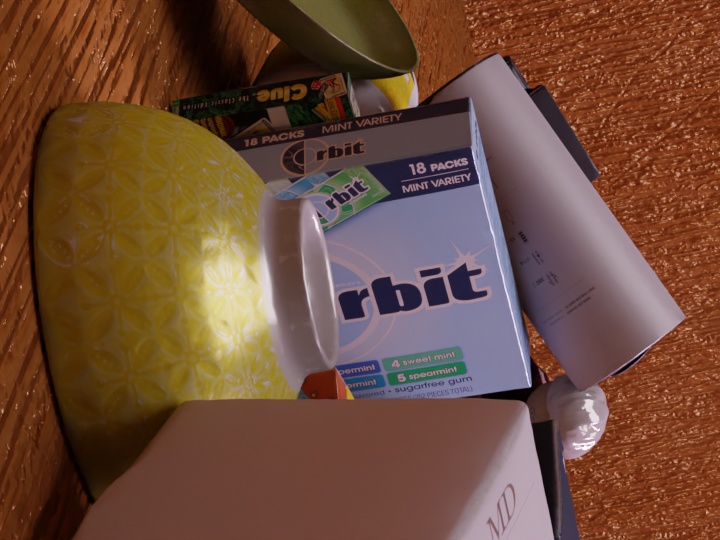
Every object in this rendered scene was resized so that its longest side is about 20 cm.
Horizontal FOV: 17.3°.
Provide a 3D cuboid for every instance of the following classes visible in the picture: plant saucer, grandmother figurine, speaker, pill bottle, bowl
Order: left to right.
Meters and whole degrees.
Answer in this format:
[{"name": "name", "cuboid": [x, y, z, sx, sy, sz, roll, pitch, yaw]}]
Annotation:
[{"name": "bowl", "cuboid": [-0.070, 0.015, 1.091, 0.200, 0.107, 0.202, -9, 90, -82]}, {"name": "plant saucer", "cuboid": [-0.046, -0.183, 1.442, 0.200, 0.031, 0.200, 40, 18, -16]}, {"name": "pill bottle", "cuboid": [-0.023, -0.086, 1.504, 0.200, 0.110, 0.112, -75, 155, -71]}, {"name": "grandmother figurine", "cuboid": [0.092, 0.086, 1.529, 0.200, 0.060, 0.122, 7, -54, 60]}, {"name": "speaker", "cuboid": [0.109, -0.027, 1.431, 0.201, 0.081, 0.081, 54, 8, 3]}]

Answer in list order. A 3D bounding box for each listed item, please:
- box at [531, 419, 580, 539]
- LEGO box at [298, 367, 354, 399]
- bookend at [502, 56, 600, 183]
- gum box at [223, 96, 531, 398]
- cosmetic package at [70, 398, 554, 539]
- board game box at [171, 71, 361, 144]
[{"name": "box", "cuboid": [0.013, 0.175, 1.158, 0.107, 0.198, 0.149, -84, 162, -63]}, {"name": "LEGO box", "cuboid": [-0.024, 0.162, 1.349, 0.200, 0.077, 0.150, 63, 20, -66]}, {"name": "bookend", "cuboid": [0.077, -0.053, 1.599, 0.092, 0.198, 0.200, 56, -10, -12]}, {"name": "gum box", "cuboid": [0.000, 0.000, 1.368, 0.045, 0.169, 0.201, -90, 168, -45]}, {"name": "cosmetic package", "cuboid": [-0.014, 0.179, 0.957, 0.168, 0.165, 0.201, -53, 136, -53]}, {"name": "board game box", "cuboid": [-0.035, -0.030, 1.388, 0.201, 0.104, 0.024, 71, 11, -45]}]
